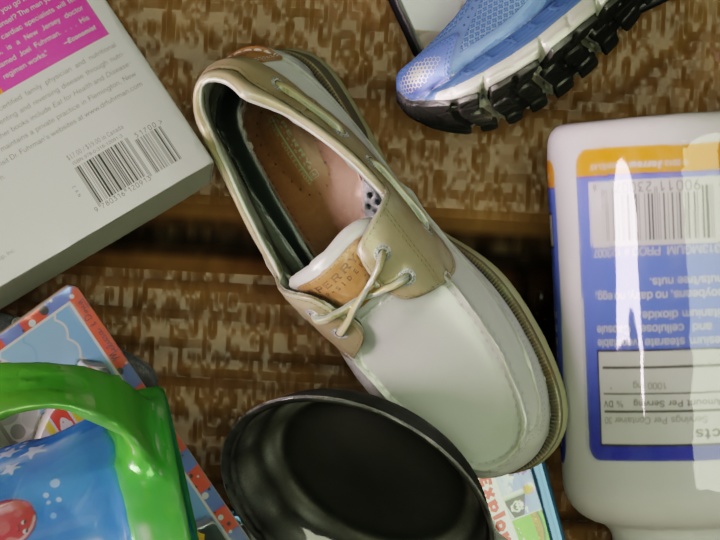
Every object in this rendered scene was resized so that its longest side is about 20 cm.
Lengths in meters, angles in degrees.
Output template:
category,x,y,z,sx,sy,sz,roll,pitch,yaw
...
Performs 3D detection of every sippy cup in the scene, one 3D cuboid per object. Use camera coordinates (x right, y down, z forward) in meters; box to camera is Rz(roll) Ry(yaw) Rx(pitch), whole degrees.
category,x,y,z,sx,sy,sz,roll,pitch,yaw
sippy cup,-0.118,0.119,0.940,0.129,0.140,0.179,-11,92,-4

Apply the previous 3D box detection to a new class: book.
category,x,y,z,sx,sy,sz,roll,pitch,yaw
book,-0.165,-0.087,1.042,0.133,0.048,0.201,-31,79,-15

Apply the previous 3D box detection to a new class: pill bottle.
category,x,y,z,sx,sy,sz,roll,pitch,yaw
pill bottle,0.132,0.040,1.059,0.111,0.112,0.201,-3,91,-4

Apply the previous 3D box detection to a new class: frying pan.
category,x,y,z,sx,sy,sz,roll,pitch,yaw
frying pan,0.036,0.094,1.031,0.189,0.115,0.031,12,45,18

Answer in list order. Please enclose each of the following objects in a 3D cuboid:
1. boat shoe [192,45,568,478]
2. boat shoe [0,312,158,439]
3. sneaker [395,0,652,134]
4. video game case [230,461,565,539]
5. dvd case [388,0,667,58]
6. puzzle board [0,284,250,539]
category,x,y,z,sx,sy,sz,roll,pitch,yaw
boat shoe,0.000,0.000,1.046,0.075,0.068,0.200,-44,76,20
boat shoe,-0.178,0.033,1.061,0.199,0.072,0.068,14,55,9
sneaker,0.081,-0.138,1.063,0.089,0.079,0.200,42,84,11
video game case,-0.006,0.159,1.095,0.199,0.018,0.144,-15,91,-4
dvd case,0.092,-0.173,1.102,0.199,0.018,0.143,-25,91,-4
puzzle board,-0.114,0.128,1.012,0.150,0.017,0.201,-35,106,-8
